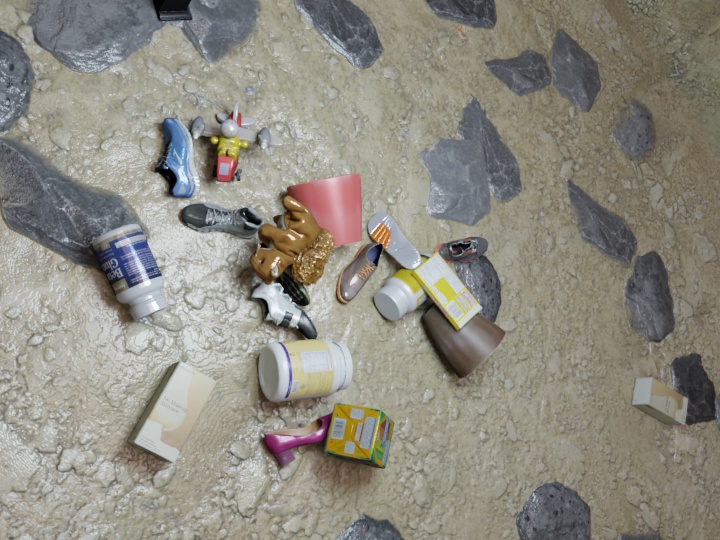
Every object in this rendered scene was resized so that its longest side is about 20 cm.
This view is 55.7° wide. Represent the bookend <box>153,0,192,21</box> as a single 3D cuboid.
[{"bbox_3d":[-0.459,-0.760,1.683,0.092,0.200,0.199,-16,87,-32],"label":"bookend"}]

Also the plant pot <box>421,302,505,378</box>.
[{"bbox_3d":[0.276,0.169,1.937,0.200,0.187,0.187,45,59,1],"label":"plant pot"}]

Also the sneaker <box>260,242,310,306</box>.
[{"bbox_3d":[-0.173,-0.004,1.759,0.089,0.077,0.200,-36,100,-40],"label":"sneaker"}]

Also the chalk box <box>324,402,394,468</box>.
[{"bbox_3d":[0.007,0.420,1.711,0.200,0.124,0.125,54,46,-62],"label":"chalk box"}]

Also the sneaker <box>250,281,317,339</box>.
[{"bbox_3d":[-0.197,0.115,1.717,0.200,0.074,0.089,46,60,-3],"label":"sneaker"}]

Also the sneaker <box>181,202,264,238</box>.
[{"bbox_3d":[-0.327,-0.136,1.667,0.200,0.115,0.075,9,74,-29],"label":"sneaker"}]

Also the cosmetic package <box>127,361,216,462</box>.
[{"bbox_3d":[-0.419,0.316,1.524,0.105,0.071,0.200,33,64,-20],"label":"cosmetic package"}]

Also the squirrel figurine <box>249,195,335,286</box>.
[{"bbox_3d":[-0.166,-0.042,1.653,0.200,0.141,0.187,34,64,-14],"label":"squirrel figurine"}]

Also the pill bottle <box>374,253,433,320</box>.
[{"bbox_3d":[0.139,0.047,1.906,0.200,0.114,0.114,-37,98,-32],"label":"pill bottle"}]

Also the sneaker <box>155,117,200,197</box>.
[{"bbox_3d":[-0.451,-0.273,1.647,0.089,0.079,0.200,-11,85,-35],"label":"sneaker"}]

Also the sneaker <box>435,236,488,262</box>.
[{"bbox_3d":[0.324,-0.065,2.061,0.200,0.082,0.077,-14,86,-32],"label":"sneaker"}]

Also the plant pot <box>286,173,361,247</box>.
[{"bbox_3d":[-0.082,-0.149,1.786,0.200,0.200,0.178,-13,96,-33],"label":"plant pot"}]

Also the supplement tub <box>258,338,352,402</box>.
[{"bbox_3d":[-0.135,0.243,1.677,0.200,0.145,0.146,0,79,-31],"label":"supplement tub"}]

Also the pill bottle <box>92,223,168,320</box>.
[{"bbox_3d":[-0.509,0.006,1.527,0.111,0.111,0.200,-25,92,-33],"label":"pill bottle"}]

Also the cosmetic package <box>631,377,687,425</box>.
[{"bbox_3d":[1.048,0.458,2.382,0.200,0.071,0.105,28,66,-23],"label":"cosmetic package"}]

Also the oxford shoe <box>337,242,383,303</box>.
[{"bbox_3d":[0.000,0.000,1.857,0.071,0.073,0.200,37,63,-19],"label":"oxford shoe"}]

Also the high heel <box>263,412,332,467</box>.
[{"bbox_3d":[-0.140,0.389,1.683,0.200,0.067,0.096,-35,108,-29],"label":"high heel"}]

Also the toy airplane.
[{"bbox_3d":[-0.322,-0.339,1.700,0.200,0.141,0.199,-36,79,-19],"label":"toy airplane"}]

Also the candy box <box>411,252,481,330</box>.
[{"bbox_3d":[0.237,0.055,1.866,0.102,0.026,0.200,-37,87,-34],"label":"candy box"}]

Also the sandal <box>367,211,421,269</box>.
[{"bbox_3d":[0.095,-0.073,1.924,0.079,0.059,0.207,-37,68,-2],"label":"sandal"}]
